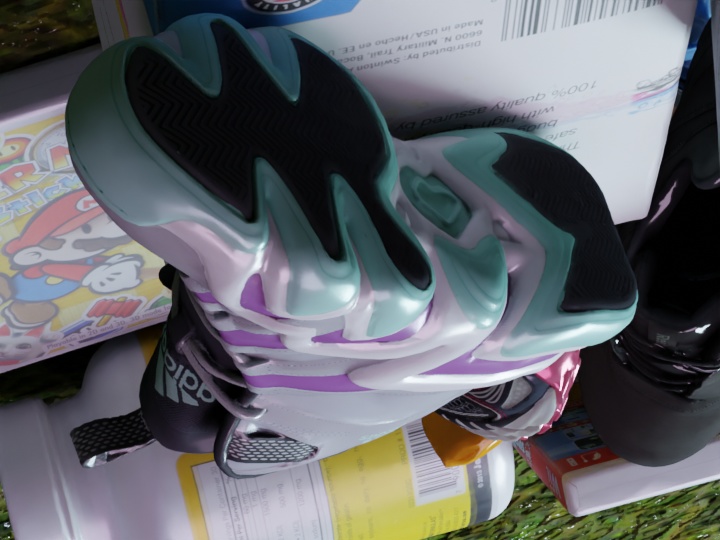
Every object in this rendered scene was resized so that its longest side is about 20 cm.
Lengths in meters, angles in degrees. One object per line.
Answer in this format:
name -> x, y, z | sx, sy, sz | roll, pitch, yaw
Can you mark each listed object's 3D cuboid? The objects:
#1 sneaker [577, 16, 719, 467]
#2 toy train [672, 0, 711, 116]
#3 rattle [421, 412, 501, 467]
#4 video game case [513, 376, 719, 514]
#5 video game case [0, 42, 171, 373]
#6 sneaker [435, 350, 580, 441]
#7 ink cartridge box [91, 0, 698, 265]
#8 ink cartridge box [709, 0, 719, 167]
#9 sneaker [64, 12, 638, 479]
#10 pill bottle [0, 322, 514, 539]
sneaker -> 0.102, 0.003, 0.835 | 0.076, 0.091, 0.200 | 23, 139, 10
toy train -> 0.120, -0.067, 0.894 | 0.199, 0.087, 0.114 | 25, 129, -29
rattle -> 0.110, 0.032, 1.040 | 0.130, 0.144, 0.200 | -13, 152, 18
video game case -> 0.131, 0.050, 1.105 | 0.142, 0.018, 0.200 | -14, -168, -6
video game case -> -0.081, -0.028, 0.954 | 0.199, 0.023, 0.182 | -17, 154, -2
sneaker -> 0.000, 0.000, 0.843 | 0.074, 0.200, 0.081 | 8, 99, -37
ink cartridge box -> 0.001, -0.103, 0.717 | 0.147, 0.145, 0.200 | -13, 153, -9
ink cartridge box -> 0.163, -0.101, 0.682 | 0.144, 0.201, 0.085 | 0, 142, 4
sneaker -> -0.033, 0.012, 0.670 | 0.140, 0.078, 0.200 | -32, 149, 29
pill bottle -> -0.046, 0.070, 1.066 | 0.199, 0.112, 0.112 | -14, 154, -8
